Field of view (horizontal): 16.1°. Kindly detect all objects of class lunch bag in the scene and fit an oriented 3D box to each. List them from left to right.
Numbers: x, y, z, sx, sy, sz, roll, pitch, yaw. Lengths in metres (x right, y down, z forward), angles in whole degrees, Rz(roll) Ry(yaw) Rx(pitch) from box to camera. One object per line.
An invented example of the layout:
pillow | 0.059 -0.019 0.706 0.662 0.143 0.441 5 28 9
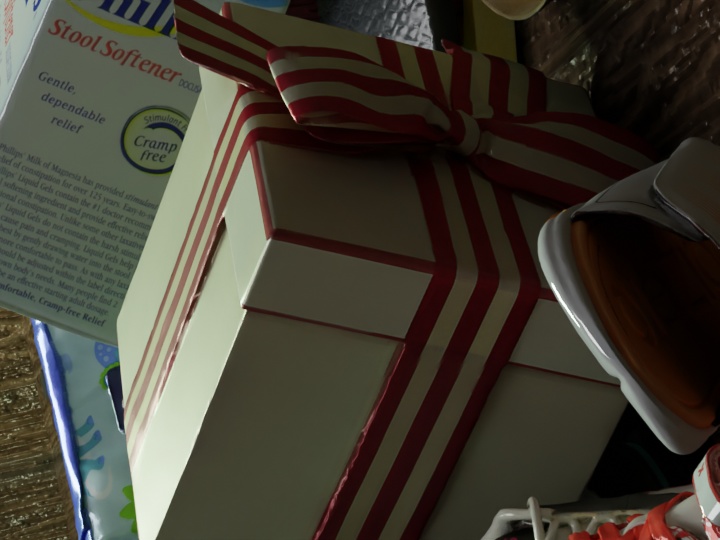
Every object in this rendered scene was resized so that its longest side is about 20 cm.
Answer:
lunch bag | -0.066 0.063 1.351 0.128 0.198 0.171 112 144 -66

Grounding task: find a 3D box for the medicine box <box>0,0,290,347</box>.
medicine box | -0.121 -0.098 1.209 0.182 0.102 0.201 -109 42 -66

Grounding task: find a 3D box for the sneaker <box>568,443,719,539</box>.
sneaker | 0.100 0.088 0.797 0.067 0.200 0.109 -49 -39 -64

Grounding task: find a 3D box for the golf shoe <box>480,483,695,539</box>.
golf shoe | 0.094 0.110 0.876 0.200 0.088 0.078 -32 44 41

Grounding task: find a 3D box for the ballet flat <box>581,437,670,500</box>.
ballet flat | 0.108 0.117 0.992 0.200 0.068 0.069 -138 37 -67

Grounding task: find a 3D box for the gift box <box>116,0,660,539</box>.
gift box | 0.000 0.000 0.993 0.201 0.183 0.188 -110 36 -49

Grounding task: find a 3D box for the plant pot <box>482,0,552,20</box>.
plant pot | 0.058 -0.202 1.017 0.200 0.027 0.202 167 90 -75

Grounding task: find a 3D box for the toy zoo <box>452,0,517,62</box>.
toy zoo | 0.036 -0.113 1.178 0.200 0.020 0.132 -122 25 -54

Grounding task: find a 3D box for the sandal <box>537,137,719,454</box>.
sandal | 0.113 -0.008 0.789 0.079 0.059 0.207 54 -157 1

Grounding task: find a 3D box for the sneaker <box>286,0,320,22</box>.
sneaker | -0.035 -0.096 1.285 0.200 0.073 0.088 -112 17 -61

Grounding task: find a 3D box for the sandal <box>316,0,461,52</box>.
sandal | 0.007 -0.151 1.134 0.076 0.043 0.201 -40 62 47
